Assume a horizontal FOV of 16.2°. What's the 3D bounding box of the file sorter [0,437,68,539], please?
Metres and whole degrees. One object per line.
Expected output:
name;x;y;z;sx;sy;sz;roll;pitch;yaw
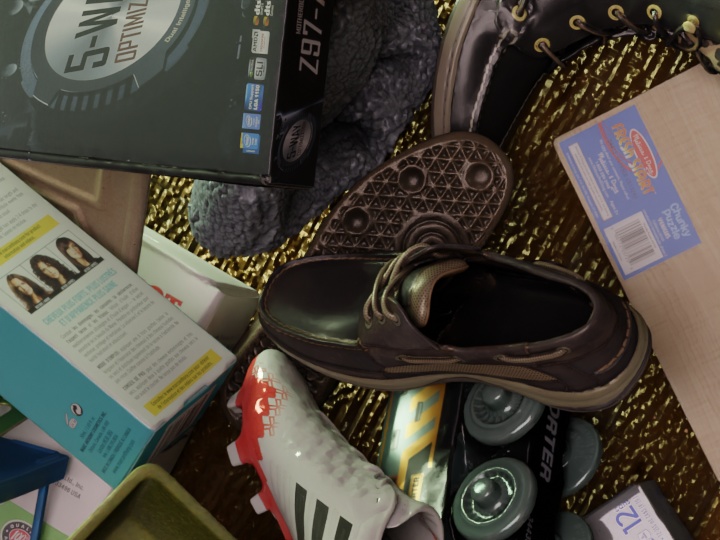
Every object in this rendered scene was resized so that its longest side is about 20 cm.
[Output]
file sorter;-0.275;0.134;1.268;0.200;0.139;0.123;15;98;16

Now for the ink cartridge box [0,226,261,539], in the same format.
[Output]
ink cartridge box;-0.165;0.063;1.354;0.145;0.084;0.200;30;95;14

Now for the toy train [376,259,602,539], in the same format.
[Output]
toy train;0.058;0.086;1.268;0.114;0.085;0.200;-12;53;32

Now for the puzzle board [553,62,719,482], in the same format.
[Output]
puzzle board;0.208;-0.013;1.299;0.151;0.017;0.200;-28;81;13

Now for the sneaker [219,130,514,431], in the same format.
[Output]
sneaker;0.000;0.000;1.313;0.070;0.076;0.200;44;102;-4

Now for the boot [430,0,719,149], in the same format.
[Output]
boot;0.132;-0.127;1.288;0.151;0.073;0.200;23;87;22

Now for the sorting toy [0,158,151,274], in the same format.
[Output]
sorting toy;-0.185;-0.061;1.276;0.185;0.036;0.200;24;123;17

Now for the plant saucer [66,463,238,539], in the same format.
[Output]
plant saucer;-0.112;0.219;1.222;0.200;0.048;0.200;-46;114;-6

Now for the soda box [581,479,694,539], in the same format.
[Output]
soda box;0.172;0.206;1.274;0.068;0.063;0.200;-36;80;11

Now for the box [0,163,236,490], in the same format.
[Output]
box;-0.164;0.013;1.226;0.200;0.082;0.049;39;127;8

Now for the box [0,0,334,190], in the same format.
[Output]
box;-0.089;-0.143;1.154;0.160;0.044;0.200;8;92;28

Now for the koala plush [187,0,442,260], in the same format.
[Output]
koala plush;-0.049;-0.148;1.254;0.184;0.200;0.177;-33;56;-17

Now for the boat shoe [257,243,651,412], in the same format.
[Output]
boat shoe;0.039;0.014;1.210;0.200;0.073;0.075;5;62;23

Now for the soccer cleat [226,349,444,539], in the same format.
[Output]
soccer cleat;-0.005;0.115;1.204;0.085;0.069;0.200;-29;52;17

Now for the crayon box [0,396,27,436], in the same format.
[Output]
crayon box;-0.260;0.034;1.262;0.200;0.126;0.052;15;114;21
